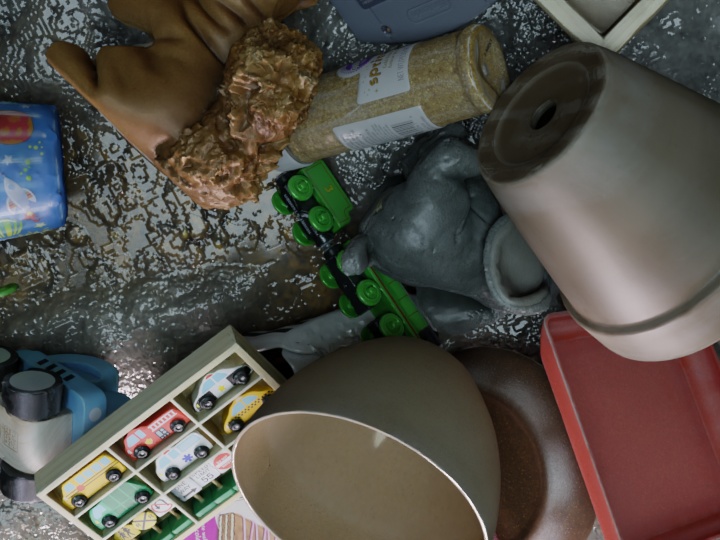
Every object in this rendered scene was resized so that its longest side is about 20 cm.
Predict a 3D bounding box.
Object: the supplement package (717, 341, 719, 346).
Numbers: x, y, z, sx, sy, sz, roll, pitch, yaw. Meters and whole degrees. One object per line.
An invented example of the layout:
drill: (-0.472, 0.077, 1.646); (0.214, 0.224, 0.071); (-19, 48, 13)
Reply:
supplement package: (0.355, 0.022, 1.001); (0.147, 0.200, 0.191); (-38, 105, 4)

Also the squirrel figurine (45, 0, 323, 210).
squirrel figurine: (-0.097, -0.154, 0.958); (0.187, 0.142, 0.200); (-47, 59, -4)

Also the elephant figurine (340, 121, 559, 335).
elephant figurine: (0.104, -0.011, 1.021); (0.200, 0.142, 0.155); (42, 100, -11)

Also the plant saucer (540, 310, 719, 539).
plant saucer: (0.230, 0.124, 1.034); (0.037, 0.200, 0.200); (-31, 72, 45)

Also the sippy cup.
sippy cup: (-0.296, -0.077, 1.005); (0.130, 0.140, 0.178); (-4, 134, -10)

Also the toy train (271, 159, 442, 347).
toy train: (0.000, 0.000, 1.044); (0.200, 0.056, 0.042); (56, 141, 2)

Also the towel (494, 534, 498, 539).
towel: (0.015, 0.193, 1.046); (0.146, 0.030, 0.200); (-31, 69, -2)

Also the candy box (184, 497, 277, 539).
candy box: (-0.063, 0.220, 1.134); (0.199, 0.061, 0.137); (-13, 109, 2)

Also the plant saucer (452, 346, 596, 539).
plant saucer: (0.101, 0.164, 1.069); (0.200, 0.037, 0.201); (3, 95, 38)

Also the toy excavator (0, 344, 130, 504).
toy excavator: (-0.209, 0.119, 1.084); (0.194, 0.200, 0.100); (22, 115, 38)

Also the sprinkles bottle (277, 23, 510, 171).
sprinkles bottle: (0.011, -0.128, 0.978); (0.200, 0.068, 0.068); (-12, 110, 31)

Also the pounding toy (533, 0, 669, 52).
pounding toy: (0.202, -0.269, 0.959); (0.184, 0.142, 0.200); (44, 103, -2)

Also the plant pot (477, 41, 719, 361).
plant pot: (0.181, -0.064, 0.909); (0.173, 0.200, 0.200); (35, 104, -28)

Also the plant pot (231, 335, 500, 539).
plant pot: (0.022, 0.128, 0.970); (0.200, 0.135, 0.201); (16, 136, 16)

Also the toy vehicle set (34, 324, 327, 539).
toy vehicle set: (-0.141, 0.144, 1.025); (0.200, 0.027, 0.124); (-37, 125, 8)

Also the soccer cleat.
soccer cleat: (-0.030, 0.068, 1.073); (0.199, 0.085, 0.069); (-12, 108, 3)

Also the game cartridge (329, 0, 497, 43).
game cartridge: (0.034, -0.233, 0.934); (0.041, 0.200, 0.133); (-43, 108, -28)
